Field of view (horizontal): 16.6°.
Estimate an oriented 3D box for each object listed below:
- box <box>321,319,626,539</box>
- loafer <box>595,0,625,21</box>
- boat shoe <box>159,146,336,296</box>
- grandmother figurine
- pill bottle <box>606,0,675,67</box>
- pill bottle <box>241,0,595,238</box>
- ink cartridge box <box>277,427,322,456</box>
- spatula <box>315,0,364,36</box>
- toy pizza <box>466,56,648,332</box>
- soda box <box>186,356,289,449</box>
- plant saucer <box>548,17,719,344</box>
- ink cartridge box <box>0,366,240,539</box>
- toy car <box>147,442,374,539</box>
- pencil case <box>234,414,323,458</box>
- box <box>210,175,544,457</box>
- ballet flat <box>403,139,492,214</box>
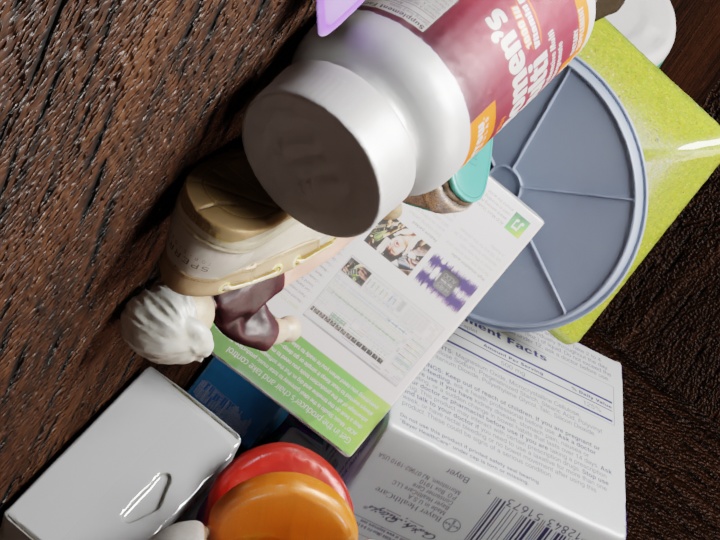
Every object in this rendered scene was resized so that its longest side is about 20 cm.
[{"bbox_3d":[0.078,0.116,1.698,0.105,0.184,0.200,-55,-165,32],"label":"box"},{"bbox_3d":[0.145,-0.186,1.568,0.073,0.071,0.200,-12,-142,48],"label":"loafer"},{"bbox_3d":[-0.048,-0.034,1.378,0.200,0.074,0.069,-22,150,-55],"label":"boat shoe"},{"bbox_3d":[-0.060,-0.006,1.453,0.200,0.121,0.061,-36,-151,-33],"label":"grandmother figurine"},{"bbox_3d":[0.146,-0.138,1.843,0.113,0.113,0.200,-44,171,-37],"label":"pill bottle"},{"bbox_3d":[0.032,-0.109,1.324,0.200,0.110,0.110,-45,171,-36],"label":"pill bottle"},{"bbox_3d":[-0.054,0.208,1.805,0.160,0.047,0.200,-51,157,-2],"label":"ink cartridge box"},{"bbox_3d":[0.008,-0.180,1.173,0.057,0.021,0.200,-45,170,-25],"label":"spatula"},{"bbox_3d":[0.100,-0.059,1.620,0.200,0.200,0.032,-54,163,29],"label":"toy pizza"},{"bbox_3d":[-0.037,0.029,1.774,0.200,0.064,0.068,-52,173,16],"label":"soda box"},{"bbox_3d":[0.115,-0.078,1.655,0.048,0.200,0.200,-22,152,-54],"label":"plant saucer"},{"bbox_3d":[-0.168,0.171,1.626,0.145,0.085,0.200,-47,173,-29],"label":"ink cartridge box"},{"bbox_3d":[-0.059,0.189,1.554,0.200,0.175,0.150,114,-19,-61],"label":"toy car"},{"bbox_3d":[-0.096,0.199,1.847,0.200,0.092,0.085,-47,-151,-8],"label":"pencil case"},{"bbox_3d":[0.000,0.000,1.565,0.200,0.144,0.036,-50,-157,2],"label":"box"},{"bbox_3d":[0.054,-0.129,1.482,0.067,0.068,0.200,-2,-118,41],"label":"ballet flat"}]
